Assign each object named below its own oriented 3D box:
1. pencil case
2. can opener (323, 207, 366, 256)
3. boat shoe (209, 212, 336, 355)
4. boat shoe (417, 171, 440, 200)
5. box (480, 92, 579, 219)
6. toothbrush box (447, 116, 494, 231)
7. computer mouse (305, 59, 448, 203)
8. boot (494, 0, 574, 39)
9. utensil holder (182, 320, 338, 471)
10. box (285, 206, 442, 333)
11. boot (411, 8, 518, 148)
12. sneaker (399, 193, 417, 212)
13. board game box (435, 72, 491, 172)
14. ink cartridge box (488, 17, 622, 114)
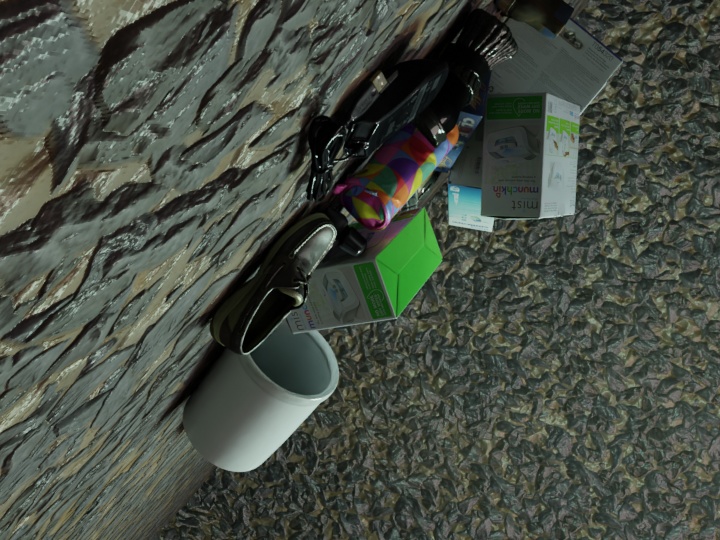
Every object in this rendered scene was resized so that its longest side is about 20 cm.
[{"bbox_3d":[0.053,-0.144,1.017,0.200,0.088,0.088,-49,176,-30],"label":"pencil case"},{"bbox_3d":[-0.040,-0.050,1.035,0.063,0.079,0.200,-43,-170,2],"label":"can opener"},{"bbox_3d":[-0.091,0.020,0.890,0.200,0.065,0.073,-50,143,-8],"label":"boat shoe"},{"bbox_3d":[0.095,-0.150,1.311,0.065,0.073,0.200,23,113,-42],"label":"boat shoe"},{"bbox_3d":[0.264,-0.170,1.138,0.200,0.096,0.177,-13,106,-60],"label":"box"},{"bbox_3d":[0.204,-0.170,1.289,0.200,0.085,0.147,70,31,-72],"label":"toothbrush box"},{"bbox_3d":[0.012,-0.161,0.708,0.200,0.046,0.141,-44,170,-17],"label":"computer mouse"},{"bbox_3d":[0.257,-0.374,1.082,0.075,0.097,0.200,-52,176,28],"label":"boot"},{"bbox_3d":[-0.157,0.184,1.136,0.200,0.170,0.170,-49,178,29],"label":"utensil holder"},{"bbox_3d":[0.000,0.000,1.094,0.176,0.097,0.200,-10,-160,31],"label":"box"},{"bbox_3d":[0.116,-0.233,0.883,0.158,0.079,0.211,-44,-171,13],"label":"boot"},{"bbox_3d":[0.064,-0.167,1.170,0.087,0.077,0.200,-98,-159,-47],"label":"sneaker"},{"bbox_3d":[0.151,-0.248,1.125,0.200,0.034,0.136,118,-14,-73],"label":"board game box"},{"bbox_3d":[0.302,-0.333,1.265,0.200,0.196,0.043,-50,178,3],"label":"ink cartridge box"}]
